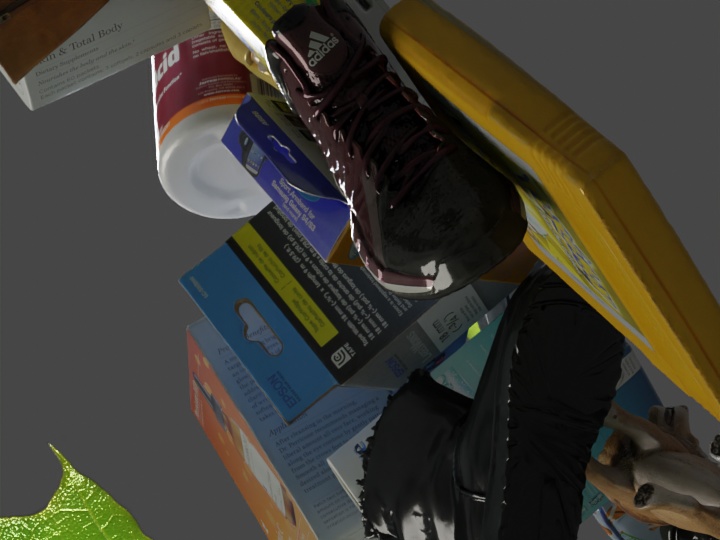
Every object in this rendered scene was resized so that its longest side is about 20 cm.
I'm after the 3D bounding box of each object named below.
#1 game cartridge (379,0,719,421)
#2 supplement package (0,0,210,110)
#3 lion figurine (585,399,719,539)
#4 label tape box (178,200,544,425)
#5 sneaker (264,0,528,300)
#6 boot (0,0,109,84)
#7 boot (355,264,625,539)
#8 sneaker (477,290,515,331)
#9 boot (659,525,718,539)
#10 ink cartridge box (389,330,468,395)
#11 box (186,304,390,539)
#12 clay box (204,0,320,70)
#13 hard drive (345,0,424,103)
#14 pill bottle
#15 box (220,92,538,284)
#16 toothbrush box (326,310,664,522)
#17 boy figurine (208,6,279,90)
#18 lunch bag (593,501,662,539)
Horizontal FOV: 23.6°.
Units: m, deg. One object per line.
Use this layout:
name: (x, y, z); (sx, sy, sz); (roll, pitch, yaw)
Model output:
game cartridge: (0.097, -0.027, 0.789); (0.177, 0.032, 0.200); (52, 180, -36)
supplement package: (-0.213, -0.253, 1.198); (0.151, 0.151, 0.201); (49, 157, 34)
lion figurine: (0.189, 0.122, 0.966); (0.122, 0.073, 0.200); (32, -178, -27)
label tape box: (0.000, 0.000, 1.157); (0.144, 0.200, 0.063); (50, 179, 30)
sneaker: (0.001, -0.066, 0.800); (0.116, 0.075, 0.200); (54, 177, -27)
boot: (-0.151, -0.186, 1.131); (0.069, 0.200, 0.188); (49, 178, 33)
boot: (0.069, 0.086, 0.991); (0.073, 0.200, 0.162); (10, 180, -27)
sneaker: (0.131, 0.056, 1.258); (0.073, 0.070, 0.201); (-116, 4, -72)
boot: (0.276, 0.241, 1.107); (0.211, 0.079, 0.158); (51, 179, -17)
ink cartridge box: (0.015, 0.029, 1.310); (0.137, 0.076, 0.200); (55, 163, 23)
box: (-0.038, 0.129, 1.300); (0.201, 0.106, 0.153); (55, 162, 22)
clay box: (-0.061, -0.160, 0.983); (0.200, 0.048, 0.115); (50, 180, 32)
hard drive: (-0.007, -0.150, 1.045); (0.132, 0.026, 0.200); (51, 179, -1)
pill bottle: (-0.106, -0.150, 1.348); (0.114, 0.114, 0.201); (51, -157, -46)
box: (0.009, -0.047, 1.017); (0.199, 0.042, 0.119); (4, -146, -45)
toothbrush box: (0.099, 0.120, 1.151); (0.085, 0.200, 0.147); (48, 179, 38)
boy figurine: (-0.051, -0.167, 1.260); (0.200, 0.064, 0.124); (54, -154, 17)
lunch bag: (0.200, 0.152, 1.419); (0.160, 0.075, 0.200); (53, -179, 38)
